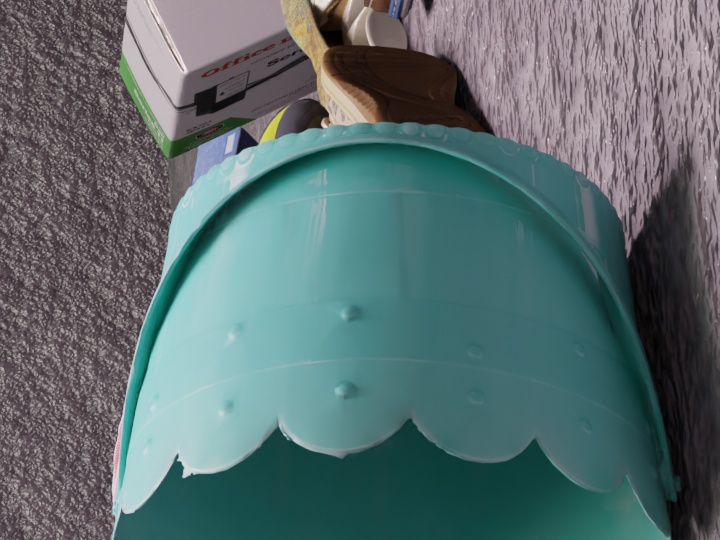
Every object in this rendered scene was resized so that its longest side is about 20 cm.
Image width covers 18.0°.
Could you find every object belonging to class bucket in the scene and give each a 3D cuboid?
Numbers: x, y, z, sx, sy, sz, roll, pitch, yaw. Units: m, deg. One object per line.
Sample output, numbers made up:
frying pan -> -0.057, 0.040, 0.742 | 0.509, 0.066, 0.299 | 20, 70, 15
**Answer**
bucket -> 0.012, 0.047, 0.834 | 0.207, 0.206, 0.135 | 103, 170, -60

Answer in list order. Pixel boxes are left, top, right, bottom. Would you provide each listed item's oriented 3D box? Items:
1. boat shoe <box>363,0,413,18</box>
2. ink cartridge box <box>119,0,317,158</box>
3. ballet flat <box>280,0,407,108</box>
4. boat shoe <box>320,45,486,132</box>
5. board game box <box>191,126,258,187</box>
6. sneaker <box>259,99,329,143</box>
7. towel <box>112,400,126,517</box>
boat shoe -> -0.005, -0.235, 1.305 | 0.072, 0.072, 0.201 | 106, 161, -65
ink cartridge box -> -0.082, -0.166, 1.556 | 0.083, 0.146, 0.200 | 62, 168, 9
ballet flat -> -0.002, -0.141, 1.351 | 0.200, 0.070, 0.071 | -107, 17, -54
boat shoe -> 0.019, -0.066, 1.174 | 0.200, 0.073, 0.063 | -111, 23, -64
board game box -> -0.050, 0.035, 1.271 | 0.135, 0.034, 0.201 | 43, -142, -35
sneaker -> 0.000, 0.000, 1.238 | 0.074, 0.081, 0.201 | -2, -106, -58
towel -> -0.032, 0.127, 1.185 | 0.146, 0.199, 0.030 | 105, -178, -60
